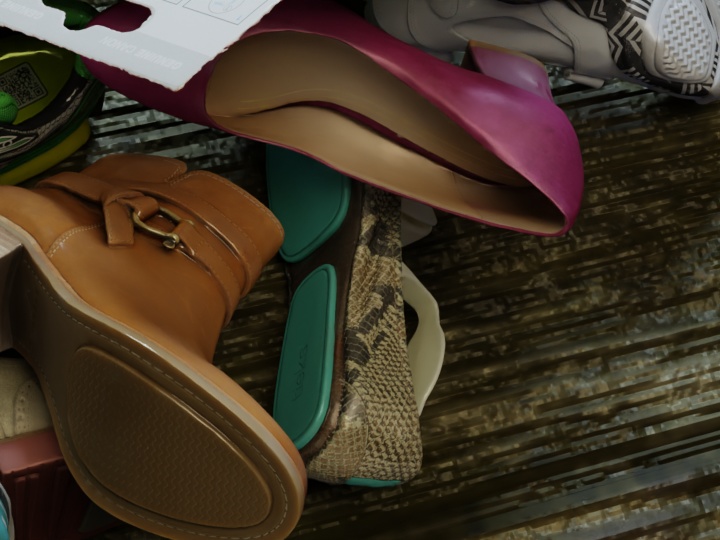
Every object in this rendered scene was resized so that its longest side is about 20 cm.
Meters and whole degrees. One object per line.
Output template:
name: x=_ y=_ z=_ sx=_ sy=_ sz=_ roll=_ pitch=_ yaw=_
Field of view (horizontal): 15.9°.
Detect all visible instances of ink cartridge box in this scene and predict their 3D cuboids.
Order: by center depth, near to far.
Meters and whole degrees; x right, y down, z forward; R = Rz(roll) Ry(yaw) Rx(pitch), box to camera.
ink cartridge box: x=-0.041 y=-0.133 z=1.011 sx=0.200 sy=0.161 sz=0.050 roll=-45 pitch=131 yaw=-22

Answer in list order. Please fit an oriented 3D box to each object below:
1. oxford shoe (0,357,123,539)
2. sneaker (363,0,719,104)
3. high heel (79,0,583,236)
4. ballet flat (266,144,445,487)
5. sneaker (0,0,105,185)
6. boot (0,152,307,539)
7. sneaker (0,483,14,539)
oxford shoe: x=-0.184 y=0.071 z=0.998 sx=0.200 sy=0.071 sz=0.075 roll=-3 pitch=48 yaw=-19
sneaker: x=0.076 y=-0.119 z=1.134 sx=0.200 sy=0.115 sz=0.075 roll=25 pitch=60 yaw=-44
high heel: x=-0.010 y=-0.061 z=1.005 sx=0.199 sy=0.068 sz=0.096 roll=4 pitch=37 yaw=-10
ballet flat: x=0.000 y=0.000 z=1.070 sx=0.075 sy=0.068 sz=0.200 roll=17 pitch=56 yaw=-31
sneaker: x=-0.184 y=-0.052 z=1.024 sx=0.200 sy=0.085 sz=0.078 roll=-39 pitch=84 yaw=-24
boot: x=-0.071 y=0.018 z=0.991 sx=0.200 sy=0.074 sz=0.155 roll=33 pitch=33 yaw=19
sneaker: x=-0.174 y=0.164 z=0.926 sx=0.077 sy=0.080 sz=0.200 roll=15 pitch=93 yaw=-19
